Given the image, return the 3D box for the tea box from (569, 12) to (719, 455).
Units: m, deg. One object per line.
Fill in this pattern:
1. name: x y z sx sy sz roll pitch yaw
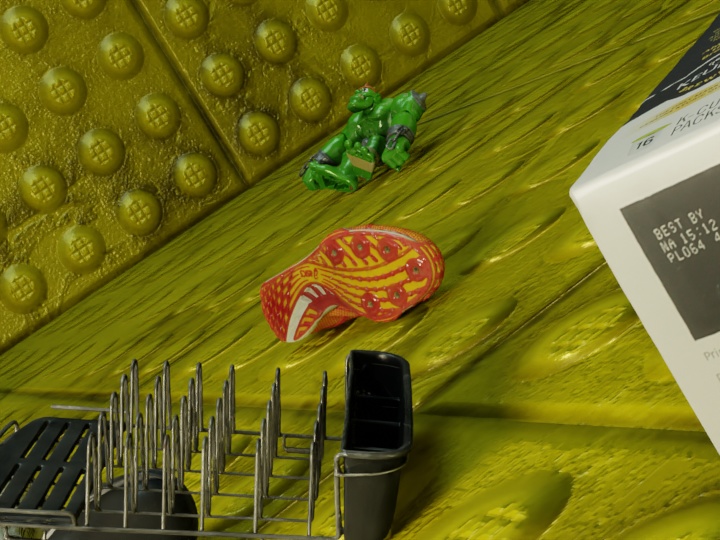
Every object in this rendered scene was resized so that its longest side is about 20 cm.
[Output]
1. tea box: 0.197 -0.041 0.427 0.199 0.134 0.197 -25 12 37

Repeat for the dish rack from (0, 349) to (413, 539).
1. dish rack: -0.076 0.079 0.707 0.198 0.055 0.153 2 12 1

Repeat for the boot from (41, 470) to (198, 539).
1. boot: -0.142 0.171 0.662 0.165 0.066 0.200 -40 6 2

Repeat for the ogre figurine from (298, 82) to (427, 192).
1. ogre figurine: 0.011 -0.159 1.870 0.120 0.098 0.200 -58 5 -28

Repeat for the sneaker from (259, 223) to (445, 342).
1. sneaker: 0.000 0.000 1.100 0.077 0.073 0.200 -26 7 -34

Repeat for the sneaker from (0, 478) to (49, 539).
1. sneaker: -0.231 0.168 0.920 0.075 0.088 0.200 -30 10 0
